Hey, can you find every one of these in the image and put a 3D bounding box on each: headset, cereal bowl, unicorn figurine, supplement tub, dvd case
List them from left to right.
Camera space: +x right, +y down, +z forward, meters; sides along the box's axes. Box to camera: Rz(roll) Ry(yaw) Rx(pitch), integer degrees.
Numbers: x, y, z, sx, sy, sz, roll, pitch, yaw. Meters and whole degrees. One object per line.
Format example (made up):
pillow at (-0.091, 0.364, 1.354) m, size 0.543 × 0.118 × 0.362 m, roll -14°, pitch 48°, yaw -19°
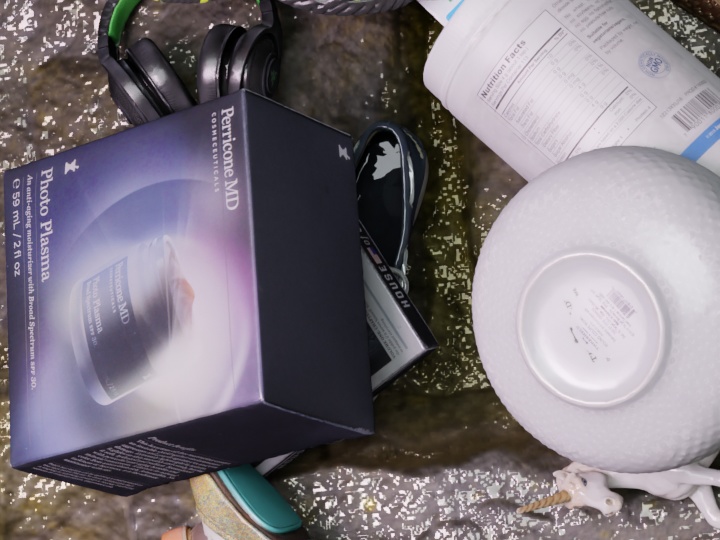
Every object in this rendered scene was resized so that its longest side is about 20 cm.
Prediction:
headset at (-0.109, -0.120, 1.732) m, size 0.123 × 0.094 × 0.200 m, roll -11°, pitch 65°, yaw 9°
dvd case at (-0.061, 0.042, 1.670) m, size 0.200 × 0.025 × 0.150 m, roll -39°, pitch 77°, yaw 27°
supplement tub at (0.153, -0.101, 1.631) m, size 0.200 × 0.132 × 0.132 m, roll 43°, pitch 92°, yaw 15°
cereal bowl at (0.151, 0.028, 1.535) m, size 0.200 × 0.083 × 0.200 m, roll 5°, pitch 101°, yaw 28°
unicorn figurine at (0.211, 0.107, 1.626) m, size 0.137 × 0.074 × 0.200 m, roll 23°, pitch 73°, yaw 23°

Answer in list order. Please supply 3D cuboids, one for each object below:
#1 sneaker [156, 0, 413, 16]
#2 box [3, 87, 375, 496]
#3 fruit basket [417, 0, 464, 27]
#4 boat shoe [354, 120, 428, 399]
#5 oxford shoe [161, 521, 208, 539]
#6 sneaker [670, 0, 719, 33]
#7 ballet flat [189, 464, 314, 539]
sneaker at (-0.050, -0.213, 1.684) m, size 0.200 × 0.076 × 0.075 m, roll 7°, pitch 113°, yaw 7°
box at (-0.109, 0.017, 1.583) m, size 0.198 × 0.123 × 0.200 m, roll -16°, pitch 68°, yaw 31°
fruit basket at (0.064, -0.281, 1.696) m, size 0.185 × 0.094 × 0.200 m, roll -45°, pitch 79°, yaw 3°
boat shoe at (0.000, 0.000, 1.683) m, size 0.075 × 0.062 × 0.200 m, roll 17°, pitch 86°, yaw 14°
oxford shoe at (-0.065, 0.251, 1.658) m, size 0.073 × 0.071 × 0.200 m, roll -21°, pitch 78°, yaw 4°
sneaker at (0.260, -0.197, 1.661) m, size 0.200 × 0.067 × 0.090 m, roll 35°, pitch 80°, yaw 16°
ballet flat at (-0.053, 0.185, 1.628) m, size 0.200 × 0.071 × 0.071 m, roll 40°, pitch 91°, yaw 18°
